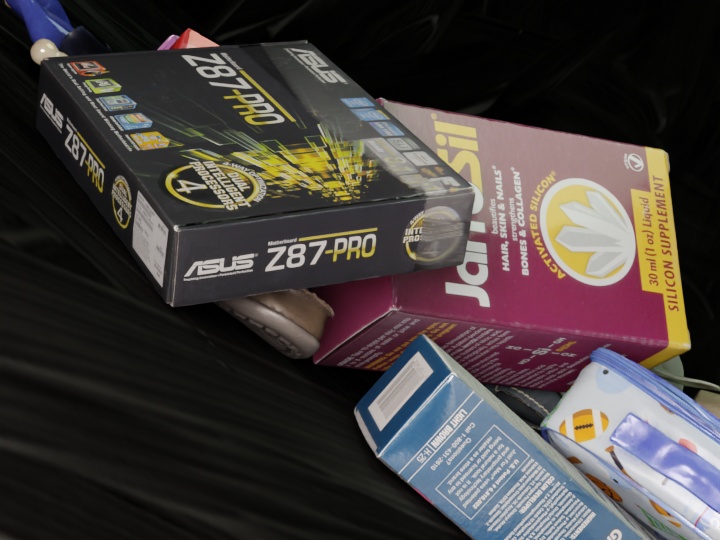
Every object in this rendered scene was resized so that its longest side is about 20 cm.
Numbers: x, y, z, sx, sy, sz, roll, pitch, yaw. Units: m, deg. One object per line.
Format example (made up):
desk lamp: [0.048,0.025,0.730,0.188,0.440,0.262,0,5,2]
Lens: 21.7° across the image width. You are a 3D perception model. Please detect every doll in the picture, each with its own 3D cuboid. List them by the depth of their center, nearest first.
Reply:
doll: [-0.171,-0.124,1.193,0.200,0.048,0.136,50,6,21]

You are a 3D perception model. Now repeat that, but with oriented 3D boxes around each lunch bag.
lunch bag: [0.198,0.128,1.043,0.200,0.076,0.160,34,-9,21]

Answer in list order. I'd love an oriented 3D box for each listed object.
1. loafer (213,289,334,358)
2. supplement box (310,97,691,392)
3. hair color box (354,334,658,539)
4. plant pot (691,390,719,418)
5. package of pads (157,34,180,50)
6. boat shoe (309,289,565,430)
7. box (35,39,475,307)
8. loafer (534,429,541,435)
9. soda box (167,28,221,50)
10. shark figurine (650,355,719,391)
loafer: [-0.064,-0.024,1.009,0.073,0.071,0.200,39,6,-38]
supplement box: [0.077,-0.010,1.088,0.200,0.131,0.103,7,-23,-27]
hair color box: [0.093,0.127,0.988,0.200,0.061,0.100,41,3,-12]
plant pot: [0.297,0.191,1.418,0.177,0.200,0.200,32,2,10]
package of pads: [-0.093,-0.103,1.495,0.120,0.076,0.200,42,4,20]
boat shoe: [0.046,0.055,1.148,0.200,0.062,0.075,34,-25,-25]
box: [-0.059,-0.056,0.962,0.161,0.049,0.200,-6,31,-26]
loafer: [0.117,0.101,1.266,0.200,0.068,0.070,13,39,-46]
soda box: [-0.043,-0.061,1.144,0.200,0.070,0.063,28,-36,-19]
shark figurine: [0.211,0.063,1.392,0.128,0.090,0.214,7,-20,17]
